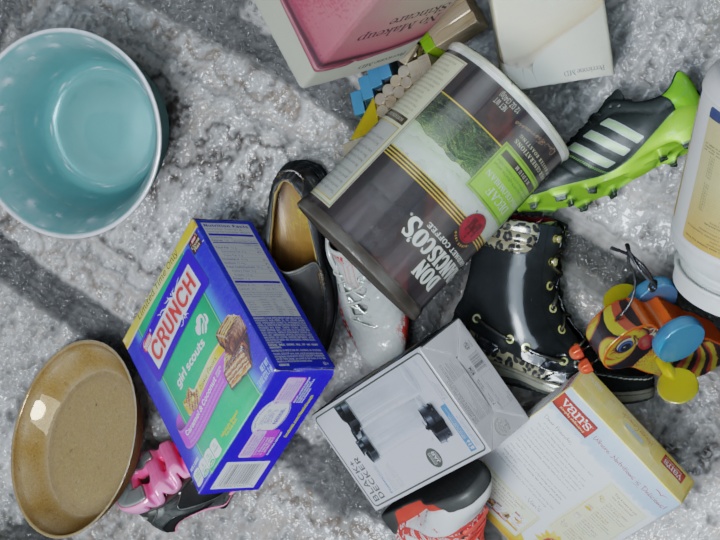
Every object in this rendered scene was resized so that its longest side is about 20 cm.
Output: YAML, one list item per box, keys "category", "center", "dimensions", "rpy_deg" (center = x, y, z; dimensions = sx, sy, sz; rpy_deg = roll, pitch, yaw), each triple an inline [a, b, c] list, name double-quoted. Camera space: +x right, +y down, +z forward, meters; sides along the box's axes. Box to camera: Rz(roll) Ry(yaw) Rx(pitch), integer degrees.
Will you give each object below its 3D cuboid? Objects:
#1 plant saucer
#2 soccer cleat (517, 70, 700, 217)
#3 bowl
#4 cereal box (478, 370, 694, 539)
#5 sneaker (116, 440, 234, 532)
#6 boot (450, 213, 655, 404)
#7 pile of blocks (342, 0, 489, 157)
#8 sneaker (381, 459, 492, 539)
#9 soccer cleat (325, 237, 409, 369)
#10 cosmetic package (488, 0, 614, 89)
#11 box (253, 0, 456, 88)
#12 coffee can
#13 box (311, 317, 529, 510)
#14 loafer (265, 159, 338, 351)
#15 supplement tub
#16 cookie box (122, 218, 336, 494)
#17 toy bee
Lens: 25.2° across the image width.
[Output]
- category: "plant saucer"
  center: [-0.280, 0.172, 1.627]
  dimensions: [0.199, 0.035, 0.202]
  rpy_deg: [-16, 66, 39]
- category: "soccer cleat"
  center: [0.222, -0.112, 1.459]
  dimensions: [0.199, 0.067, 0.082]
  rpy_deg: [-24, 68, 23]
- category: "bowl"
  center: [-0.266, -0.137, 1.575]
  dimensions: [0.199, 0.105, 0.202]
  rpy_deg: [3, 100, 17]
- category: "cereal box"
  center: [0.191, 0.192, 1.476]
  dimensions: [0.144, 0.040, 0.200]
  rpy_deg: [47, 135, 0]
- category: "sneaker"
  center: [-0.146, 0.196, 1.620]
  dimensions: [0.199, 0.079, 0.096]
  rpy_deg: [-32, 128, 7]
- category: "boot"
  center: [0.183, 0.034, 1.486]
  dimensions: [0.202, 0.073, 0.155]
  rpy_deg: [12, 99, 13]
- category: "pile of blocks"
  center: [0.047, -0.182, 1.501]
  dimensions: [0.082, 0.062, 0.201]
  rpy_deg: [40, 103, 24]
- category: "sneaker"
  center: [0.099, 0.244, 1.501]
  dimensions: [0.067, 0.201, 0.108]
  rpy_deg: [-40, 91, -26]
- category: "soccer cleat"
  center: [0.000, 0.000, 1.527]
  dimensions: [0.068, 0.085, 0.202]
  rpy_deg: [-7, 97, 17]
- category: "cosmetic package"
  center: [0.161, -0.265, 1.433]
  dimensions: [0.103, 0.073, 0.202]
  rpy_deg: [-10, 95, 5]
- category: "box"
  center: [0.013, -0.260, 1.367]
  dimensions: [0.109, 0.127, 0.200]
  rpy_deg: [62, 146, 10]
- category: "coffee can"
  center: [0.063, -0.079, 1.412]
  dimensions: [0.146, 0.146, 0.200]
  rpy_deg: [43, 88, 6]
- category: "box"
  center: [0.052, 0.138, 1.497]
  dimensions: [0.117, 0.060, 0.200]
  rpy_deg: [55, 141, 0]
- category: "loafer"
  center: [-0.065, -0.003, 1.553]
  dimensions: [0.072, 0.072, 0.202]
  rpy_deg: [-3, 99, 16]
- category: "supplement tub"
  center: [0.344, -0.070, 1.365]
  dimensions: [0.143, 0.145, 0.201]
  rpy_deg: [15, 120, 14]
- category: "cookie box"
  center: [-0.129, 0.079, 1.521]
  dimensions: [0.172, 0.075, 0.200]
  rpy_deg: [-57, 48, 30]
- category: "toy bee"
  center: [0.239, 0.053, 1.417]
  dimensions: [0.109, 0.131, 0.200]
  rpy_deg: [-39, 119, 15]
